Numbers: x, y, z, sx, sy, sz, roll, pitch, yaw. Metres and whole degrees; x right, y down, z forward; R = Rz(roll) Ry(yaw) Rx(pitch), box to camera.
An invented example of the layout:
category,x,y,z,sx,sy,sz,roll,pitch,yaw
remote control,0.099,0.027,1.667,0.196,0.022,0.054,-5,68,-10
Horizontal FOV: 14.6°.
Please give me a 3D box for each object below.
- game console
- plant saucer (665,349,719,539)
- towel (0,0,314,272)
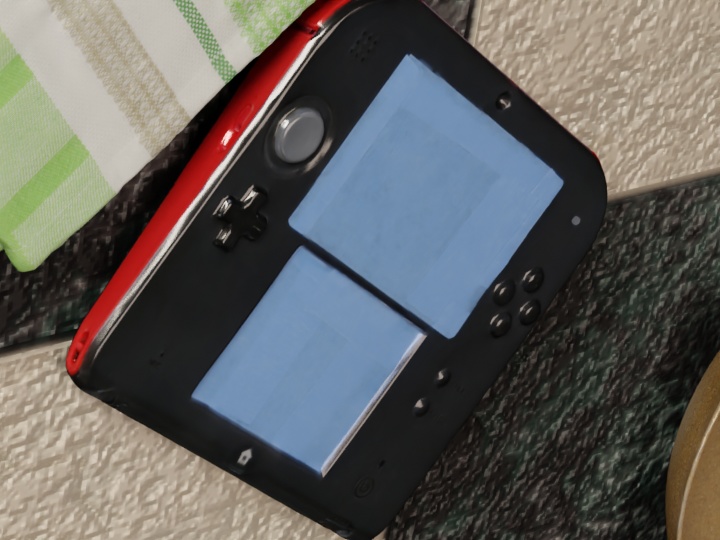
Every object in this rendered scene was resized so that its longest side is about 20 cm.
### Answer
category,x,y,z,sx,sy,sz,roll,pitch,yaw
game console,0.000,0.000,1.020,0.177,0.031,0.200,-57,140,-3
plant saucer,0.200,0.074,1.273,0.200,0.035,0.200,-25,130,-34
towel,-0.073,-0.113,0.880,0.200,0.031,0.149,-45,136,-14
